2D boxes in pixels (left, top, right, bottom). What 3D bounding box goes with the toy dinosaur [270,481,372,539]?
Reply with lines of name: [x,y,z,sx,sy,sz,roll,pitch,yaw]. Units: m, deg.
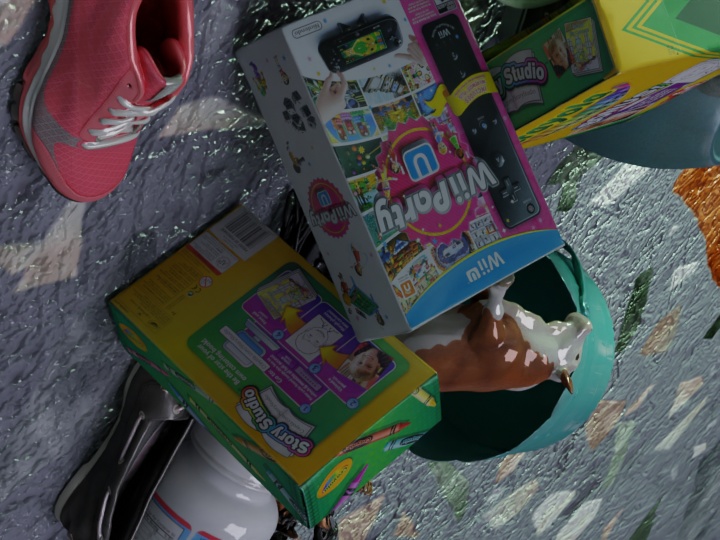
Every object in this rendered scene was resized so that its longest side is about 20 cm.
toy dinosaur: [-0.048,0.193,1.361,0.199,0.102,0.136,12,99,-36]

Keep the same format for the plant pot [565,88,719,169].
plant pot: [0.267,-0.162,1.329,0.200,0.135,0.200,-36,149,-25]

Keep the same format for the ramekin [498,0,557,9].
ramekin: [0.111,-0.274,1.004,0.200,0.098,0.200,-35,149,-25]

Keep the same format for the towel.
towel: [0.118,-0.165,1.115,0.086,0.018,0.200,-23,180,-34]

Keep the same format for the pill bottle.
pill bottle: [-0.132,0.202,1.224,0.200,0.109,0.109,-57,151,13]

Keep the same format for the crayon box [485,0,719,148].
crayon box: [0.168,-0.138,1.087,0.172,0.058,0.200,-18,175,-31]

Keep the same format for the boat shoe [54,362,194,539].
boat shoe: [-0.148,0.121,1.155,0.067,0.057,0.200,7,119,-58]

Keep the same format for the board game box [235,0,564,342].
board game box: [0.027,-0.076,1.029,0.147,0.201,0.064,-27,-173,-35]

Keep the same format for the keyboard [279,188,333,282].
keyboard: [-0.031,0.020,1.160,0.104,0.040,0.200,24,109,-15]

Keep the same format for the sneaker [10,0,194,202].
sneaker: [-0.133,-0.105,0.869,0.074,0.087,0.201,-24,143,-37]

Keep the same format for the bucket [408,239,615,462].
bucket: [0.099,0.056,1.285,0.207,0.207,0.135,-56,155,11]

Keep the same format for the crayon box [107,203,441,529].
crayon box: [-0.057,0.059,1.057,0.119,0.200,0.058,-37,150,-21]

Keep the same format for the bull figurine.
bull figurine: [0.066,0.044,1.145,0.199,0.065,0.122,-9,127,4]

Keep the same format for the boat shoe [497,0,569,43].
boat shoe: [0.159,-0.231,1.169,0.069,0.057,0.200,-22,142,-41]

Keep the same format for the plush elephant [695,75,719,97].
plush elephant: [0.284,-0.196,1.174,0.200,0.165,0.155,-34,173,-11]

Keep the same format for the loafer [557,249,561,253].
loafer: [0.095,0.043,1.415,0.200,0.072,0.063,-43,169,1]
